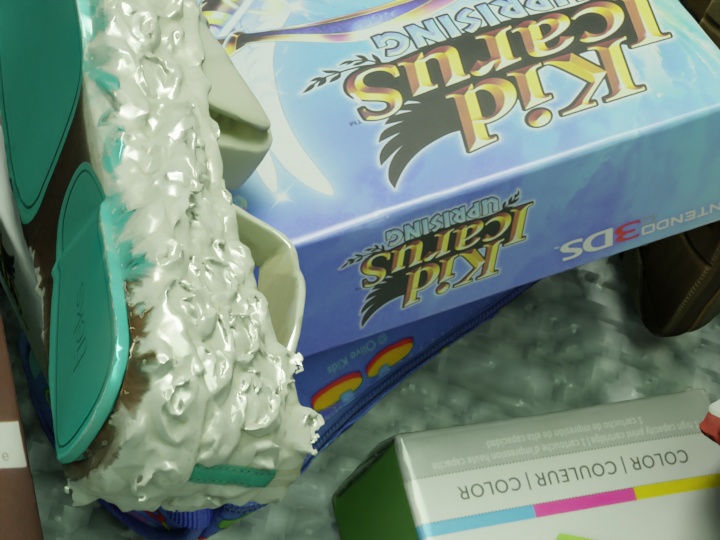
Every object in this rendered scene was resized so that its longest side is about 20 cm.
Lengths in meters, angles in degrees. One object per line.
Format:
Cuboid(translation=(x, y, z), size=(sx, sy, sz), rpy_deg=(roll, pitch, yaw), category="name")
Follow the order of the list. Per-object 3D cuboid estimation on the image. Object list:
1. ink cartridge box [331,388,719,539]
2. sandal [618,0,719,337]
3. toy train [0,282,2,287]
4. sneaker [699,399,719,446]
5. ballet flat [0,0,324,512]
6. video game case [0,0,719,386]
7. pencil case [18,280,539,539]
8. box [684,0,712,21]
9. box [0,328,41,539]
Cuboid(translation=(0.071, 0.140, 0.810), size=(0.104, 0.059, 0.200), rpy_deg=(-7, 71, -24), category="ink cartridge box")
Cuboid(translation=(0.125, -0.036, 0.824), size=(0.054, 0.200, 0.080), rpy_deg=(-5, 71, -16), category="sandal")
Cuboid(translation=(-0.126, 0.067, 0.786), size=(0.056, 0.042, 0.200), rpy_deg=(11, 64, -26), category="toy train")
Cuboid(translation=(0.153, 0.008, 0.807), size=(0.078, 0.200, 0.116), rpy_deg=(25, 93, 3), category="sneaker")
Cuboid(translation=(-0.050, -0.017, 0.702), size=(0.072, 0.072, 0.200), rpy_deg=(5, 45, -18), category="ballet flat")
Cuboid(translation=(-0.018, -0.058, 0.808), size=(0.200, 0.045, 0.181), rpy_deg=(-18, 46, -13), category="video game case")
Cuboid(translation=(0.000, 0.000, 0.835), size=(0.200, 0.078, 0.087), rpy_deg=(-35, 59, -27), category="pencil case")
Cuboid(translation=(0.132, -0.160, 0.936), size=(0.200, 0.021, 0.164), rpy_deg=(47, 58, -27), category="box")
Cuboid(translation=(-0.141, 0.040, 0.702), size=(0.100, 0.075, 0.200), rpy_deg=(-3, 72, -38), category="box")
